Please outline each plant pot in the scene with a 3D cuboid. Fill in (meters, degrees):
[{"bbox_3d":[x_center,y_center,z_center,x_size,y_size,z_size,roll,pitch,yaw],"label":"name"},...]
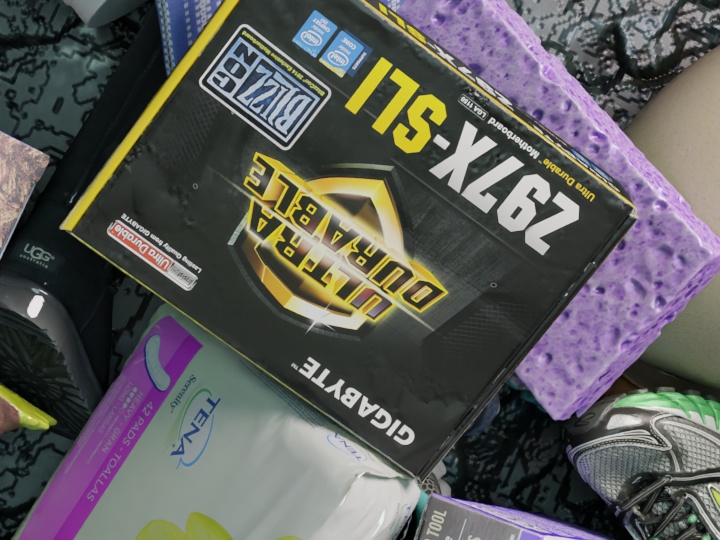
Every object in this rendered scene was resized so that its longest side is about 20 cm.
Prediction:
[{"bbox_3d":[0.188,-0.019,0.922,0.134,0.200,0.201,-15,91,3],"label":"plant pot"}]

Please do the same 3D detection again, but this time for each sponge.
[{"bbox_3d":[0.072,-0.040,0.884,0.112,0.030,0.200,-48,68,23],"label":"sponge"}]

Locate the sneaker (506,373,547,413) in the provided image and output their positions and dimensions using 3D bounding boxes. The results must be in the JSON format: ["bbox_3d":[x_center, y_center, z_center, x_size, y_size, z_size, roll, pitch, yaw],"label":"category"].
[{"bbox_3d":[0.089,-0.024,0.967,0.091,0.078,0.201,-23,98,-16],"label":"sneaker"}]

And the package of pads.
[{"bbox_3d":[-0.080,0.136,0.879,0.154,0.068,0.200,38,101,33],"label":"package of pads"}]

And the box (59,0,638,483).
[{"bbox_3d":[-0.004,-0.027,0.819,0.200,0.049,0.160,36,102,-10],"label":"box"}]

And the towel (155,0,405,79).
[{"bbox_3d":[-0.025,-0.145,0.900,0.200,0.024,0.145,-36,136,-35],"label":"towel"}]

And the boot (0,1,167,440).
[{"bbox_3d":[-0.117,-0.028,0.932,0.065,0.165,0.201,23,65,5],"label":"boot"}]

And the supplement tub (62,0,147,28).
[{"bbox_3d":[-0.142,-0.235,0.903,0.145,0.145,0.200,-36,94,-5],"label":"supplement tub"}]

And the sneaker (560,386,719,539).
[{"bbox_3d":[0.174,0.129,0.929,0.200,0.078,0.085,40,43,-27],"label":"sneaker"}]

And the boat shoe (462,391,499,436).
[{"bbox_3d":[0.000,0.000,0.953,0.071,0.091,0.201,-39,59,33],"label":"boat shoe"}]

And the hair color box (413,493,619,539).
[{"bbox_3d":[0.075,0.174,0.897,0.065,0.200,0.110,17,87,26],"label":"hair color box"}]

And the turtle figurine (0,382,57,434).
[{"bbox_3d":[-0.209,0.124,0.874,0.064,0.200,0.162,33,83,10],"label":"turtle figurine"}]

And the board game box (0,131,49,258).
[{"bbox_3d":[-0.263,-0.022,0.855,0.097,0.200,0.160,28,86,-45],"label":"board game box"}]

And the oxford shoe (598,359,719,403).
[{"bbox_3d":[0.218,0.093,0.992,0.199,0.071,0.072,20,114,-5],"label":"oxford shoe"}]

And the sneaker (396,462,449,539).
[{"bbox_3d":[-0.006,0.180,0.914,0.077,0.091,0.201,15,88,-6],"label":"sneaker"}]
